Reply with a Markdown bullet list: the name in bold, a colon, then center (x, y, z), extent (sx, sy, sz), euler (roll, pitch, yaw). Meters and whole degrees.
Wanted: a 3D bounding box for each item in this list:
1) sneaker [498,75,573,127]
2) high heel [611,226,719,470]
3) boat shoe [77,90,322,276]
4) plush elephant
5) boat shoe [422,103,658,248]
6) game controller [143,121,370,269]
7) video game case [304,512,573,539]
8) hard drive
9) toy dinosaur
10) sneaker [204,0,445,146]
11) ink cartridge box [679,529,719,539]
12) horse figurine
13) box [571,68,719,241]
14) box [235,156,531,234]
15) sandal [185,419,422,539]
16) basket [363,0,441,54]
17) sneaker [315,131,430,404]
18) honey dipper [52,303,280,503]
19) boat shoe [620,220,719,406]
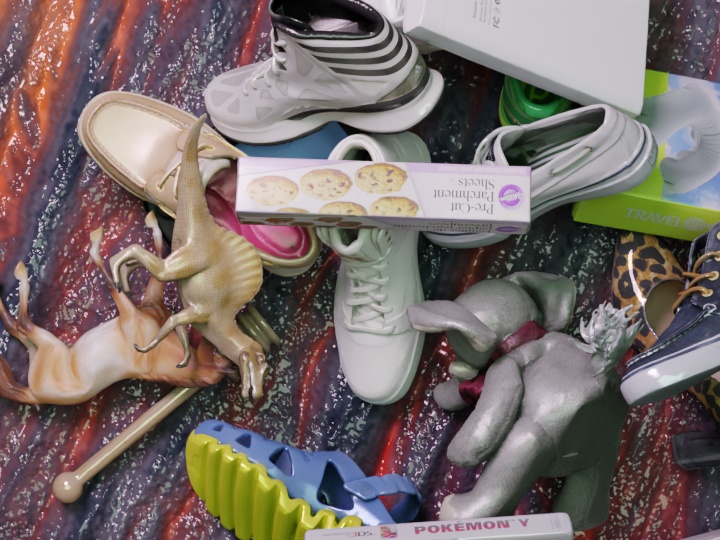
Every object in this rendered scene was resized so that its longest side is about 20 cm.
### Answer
- **sneaker**: center (0.148, -0.196, 1.330), extent (0.073, 0.084, 0.202), euler (7, 84, -2)
- **high heel**: center (0.252, 0.045, 1.281), extent (0.071, 0.142, 0.202), euler (-18, 90, -26)
- **boat shoe**: center (-0.109, -0.065, 1.268), extent (0.199, 0.069, 0.074), euler (30, 86, -7)
- **plush elephant**: center (0.107, 0.077, 1.278), extent (0.164, 0.155, 0.202), euler (-5, 124, -41)
- **boat shoe**: center (0.113, -0.076, 1.276), extent (0.067, 0.199, 0.074), euler (39, 43, -37)
- **game controller**: center (-0.062, -0.078, 1.327), extent (0.200, 0.042, 0.105), euler (-40, 88, -6)
- **video game case**: center (0.052, 0.251, 1.250), extent (0.180, 0.023, 0.201), euler (-3, 128, -4)
- **hard drive**: center (0.121, -0.197, 1.254), extent (0.199, 0.027, 0.133), euler (17, 71, -31)
- **toy dinosaur**: center (-0.120, -0.005, 1.241), extent (0.100, 0.058, 0.202), euler (-15, 103, -2)
- **sneaker**: center (-0.046, -0.151, 1.229), extent (0.116, 0.199, 0.076), euler (52, 51, -38)
- **ink cartridge box**: center (0.259, 0.293, 1.290), extent (0.144, 0.084, 0.202), euler (-14, 85, -4)
- **horse figurine**: center (-0.197, 0.045, 1.295), extent (0.198, 0.050, 0.134), euler (-21, 89, 4)
- **box**: center (0.260, -0.079, 1.324), extent (0.198, 0.048, 0.123), euler (10, 57, -2)
- **box**: center (0.015, -0.050, 1.197), extent (0.198, 0.039, 0.042), euler (3, 78, 2)
- **sandal**: center (-0.035, 0.163, 1.299), extent (0.199, 0.080, 0.087), euler (29, 47, 7)
- **basket**: center (0.022, -0.256, 1.288), extent (0.135, 0.123, 0.202), euler (-5, 83, -36)
- **sneaker**: center (0.000, 0.000, 1.273), extent (0.073, 0.115, 0.202), euler (4, 94, 21)
- **honey dipper**: center (-0.144, 0.103, 1.310), extent (0.200, 0.038, 0.038), euler (-41, 88, -3)
- **boat shoe**: center (0.239, 0.019, 1.219), extent (0.199, 0.071, 0.091), euler (-23, 79, -29)
